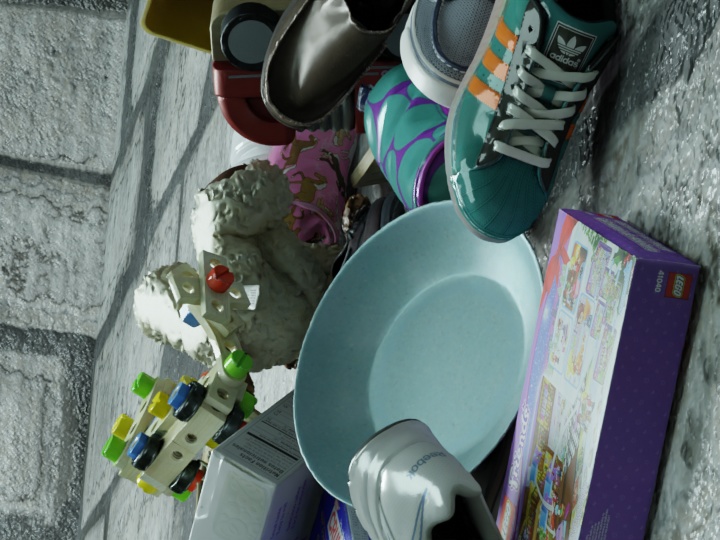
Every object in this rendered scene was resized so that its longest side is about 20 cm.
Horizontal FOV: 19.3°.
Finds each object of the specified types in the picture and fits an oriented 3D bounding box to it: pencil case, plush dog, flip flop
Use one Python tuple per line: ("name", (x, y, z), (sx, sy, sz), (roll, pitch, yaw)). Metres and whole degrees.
("pencil case", (0.056, -0.083, 1.422), (0.200, 0.085, 0.093), (-118, 30, -67))
("plush dog", (-0.058, 0.023, 1.668), (0.200, 0.172, 0.161), (-56, 52, 39))
("pencil case", (-0.040, -0.102, 1.767), (0.087, 0.083, 0.200), (65, -151, -46))
("flip flop", (0.069, 0.130, 1.300), (0.081, 0.058, 0.200), (18, 84, 45))

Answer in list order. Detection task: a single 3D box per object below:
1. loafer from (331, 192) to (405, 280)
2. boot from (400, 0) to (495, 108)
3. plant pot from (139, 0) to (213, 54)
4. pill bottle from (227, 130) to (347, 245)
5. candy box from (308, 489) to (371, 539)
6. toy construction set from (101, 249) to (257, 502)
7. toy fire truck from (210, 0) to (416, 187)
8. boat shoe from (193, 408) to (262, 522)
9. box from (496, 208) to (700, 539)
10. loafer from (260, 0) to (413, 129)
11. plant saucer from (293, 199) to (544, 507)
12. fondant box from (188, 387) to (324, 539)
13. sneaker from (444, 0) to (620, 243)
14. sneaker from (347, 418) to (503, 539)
("loafer", (0.000, 0.000, 1.564), (0.200, 0.063, 0.072), (-81, -17, -62))
("boot", (0.078, -0.193, 1.375), (0.200, 0.073, 0.090), (-79, 10, -49))
("plant pot", (-0.059, -0.302, 1.843), (0.200, 0.200, 0.177), (116, 169, -52))
("pill bottle", (-0.070, -0.033, 1.843), (0.120, 0.119, 0.200), (119, 156, -55))
("candy box", (0.000, 0.255, 1.469), (0.169, 0.077, 0.200), (-99, 21, -56))
("toy construction set", (-0.123, 0.089, 1.541), (0.131, 0.092, 0.200), (-74, 6, -52))
("toy fire truck", (-0.021, -0.130, 1.626), (0.129, 0.176, 0.200), (-93, 1, -61))
("boat shoe", (-0.093, 0.166, 1.658), (0.063, 0.073, 0.200), (-45, -16, -24))
("box", (0.124, 0.077, 1.140), (0.137, 0.039, 0.200), (-133, 52, -73))
("loafer", (-0.010, -0.180, 1.479), (0.200, 0.073, 0.071), (-57, 7, 23))
("plant saucer", (0.044, 0.056, 1.292), (0.201, 0.039, 0.201), (-24, 53, 36))
("fondant box", (-0.047, 0.157, 1.538), (0.200, 0.058, 0.144), (-34, -34, -52))
("sneaker", (0.104, -0.116, 1.242), (0.080, 0.071, 0.200), (154, 133, -69))
("sneaker", (0.053, 0.182, 1.190), (0.087, 0.074, 0.200), (31, 148, 55))
